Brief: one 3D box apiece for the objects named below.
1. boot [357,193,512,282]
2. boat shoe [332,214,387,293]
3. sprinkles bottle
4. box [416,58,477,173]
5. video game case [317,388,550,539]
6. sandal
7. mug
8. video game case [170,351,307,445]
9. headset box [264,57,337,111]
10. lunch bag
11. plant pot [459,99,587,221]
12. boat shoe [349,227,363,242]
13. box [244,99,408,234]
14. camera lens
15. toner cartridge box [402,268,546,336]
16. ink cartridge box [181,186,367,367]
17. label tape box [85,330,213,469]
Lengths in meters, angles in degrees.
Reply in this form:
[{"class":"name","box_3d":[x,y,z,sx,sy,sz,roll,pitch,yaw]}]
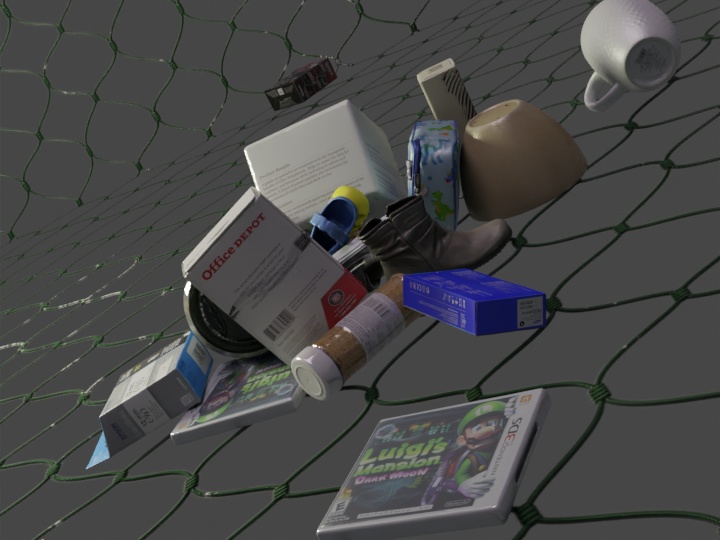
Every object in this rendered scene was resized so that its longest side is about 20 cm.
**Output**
[{"class":"boot","box_3d":[0.106,-0.052,1.521,0.200,0.131,0.068,-30,19,-5]},{"class":"boat shoe","box_3d":[0.000,0.000,1.619,0.200,0.071,0.072,-44,-28,18]},{"class":"sprinkles bottle","box_3d":[0.002,0.084,1.408,0.200,0.068,0.068,-39,21,-31]},{"class":"box","box_3d":[0.168,-0.252,1.852,0.068,0.200,0.082,-25,19,8]},{"class":"video game case","box_3d":[0.074,0.192,1.069,0.200,0.023,0.182,-16,21,32]},{"class":"sandal","box_3d":[-0.057,-0.035,1.655,0.079,0.200,0.087,30,37,14]},{"class":"mug","box_3d":[0.452,-0.358,1.860,0.200,0.147,0.175,-54,18,20]},{"class":"video game case","box_3d":[-0.143,0.157,1.490,0.200,0.023,0.182,-19,21,25]},{"class":"headset box","box_3d":[-0.180,-0.589,3.426,0.148,0.075,0.200,-7,28,46]},{"class":"lunch bag","box_3d":[0.115,-0.142,1.701,0.082,0.161,0.200,0,22,5]},{"class":"plant pot","box_3d":[0.232,-0.184,1.687,0.200,0.135,0.200,-25,19,9]},{"class":"boat shoe","box_3d":[0.020,-0.027,1.702,0.200,0.072,0.072,5,67,45]},{"class":"box","box_3d":[-0.049,-0.147,1.814,0.199,0.172,0.200,-23,-15,15]},{"class":"camera lens","box_3d":[-0.176,0.040,1.588,0.160,0.160,0.200,-30,5,-6]},{"class":"toner cartridge box","box_3d":[0.134,0.036,1.332,0.095,0.043,0.200,-4,10,-21]},{"class":"ink cartridge box","box_3d":[-0.115,0.009,1.439,0.147,0.200,0.083,-47,18,1]},{"class":"label tape box","box_3d":[-0.316,0.184,1.568,0.200,0.066,0.143,-30,16,9]}]
